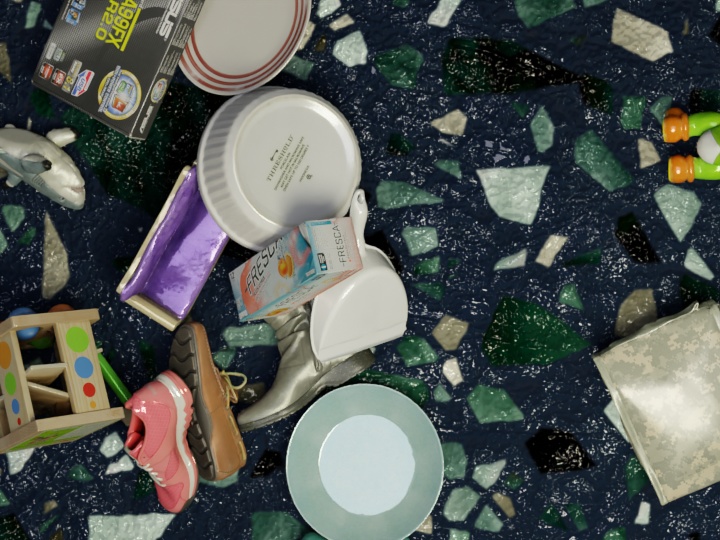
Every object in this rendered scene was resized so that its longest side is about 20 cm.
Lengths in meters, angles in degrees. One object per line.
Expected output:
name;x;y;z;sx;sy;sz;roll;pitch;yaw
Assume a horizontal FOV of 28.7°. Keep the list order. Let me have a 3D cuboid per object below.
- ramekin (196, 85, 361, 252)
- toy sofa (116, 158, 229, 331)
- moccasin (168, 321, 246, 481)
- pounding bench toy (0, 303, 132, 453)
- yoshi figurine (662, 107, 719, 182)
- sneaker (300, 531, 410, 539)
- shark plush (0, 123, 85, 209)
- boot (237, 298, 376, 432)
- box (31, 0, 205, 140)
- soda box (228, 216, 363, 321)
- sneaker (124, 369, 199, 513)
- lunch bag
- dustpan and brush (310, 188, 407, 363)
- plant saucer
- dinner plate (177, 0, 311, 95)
ramekin;-0.089;-0.123;1.667;0.199;0.094;0.206;1;87;-22
toy sofa;-0.214;-0.032;1.731;0.082;0.098;0.202;31;98;3
moccasin;-0.185;0.160;1.762;0.073;0.077;0.204;-6;103;50
pounding bench toy;-0.362;0.125;1.746;0.124;0.198;0.158;-26;75;43
yoshi figurine;0.462;-0.157;1.656;0.197;0.113;0.113;-5;56;21
sneaker;0.021;0.359;1.768;0.197;0.071;0.081;21;87;3
shark plush;-0.442;-0.130;1.764;0.197;0.091;0.084;7;128;1
boot;-0.089;0.104;1.752;0.198;0.068;0.132;-31;88;-3
box;-0.295;-0.285;1.720;0.159;0.044;0.202;29;99;17
soda box;-0.078;0.000;1.640;0.068;0.199;0.064;-7;76;-34
sneaker;-0.257;0.221;1.745;0.073;0.086;0.203;27;129;41
lunch bag;0.385;0.148;1.674;0.162;0.118;0.202;-25;98;10
dustpan and brush;0.000;0.000;1.685;0.057;0.138;0.202;43;137;40
plant saucer;0.007;0.243;1.756;0.198;0.039;0.204;-1;85;7
dinner plate;-0.142;-0.307;1.700;0.197;0.024;0.203;-5;77;25
